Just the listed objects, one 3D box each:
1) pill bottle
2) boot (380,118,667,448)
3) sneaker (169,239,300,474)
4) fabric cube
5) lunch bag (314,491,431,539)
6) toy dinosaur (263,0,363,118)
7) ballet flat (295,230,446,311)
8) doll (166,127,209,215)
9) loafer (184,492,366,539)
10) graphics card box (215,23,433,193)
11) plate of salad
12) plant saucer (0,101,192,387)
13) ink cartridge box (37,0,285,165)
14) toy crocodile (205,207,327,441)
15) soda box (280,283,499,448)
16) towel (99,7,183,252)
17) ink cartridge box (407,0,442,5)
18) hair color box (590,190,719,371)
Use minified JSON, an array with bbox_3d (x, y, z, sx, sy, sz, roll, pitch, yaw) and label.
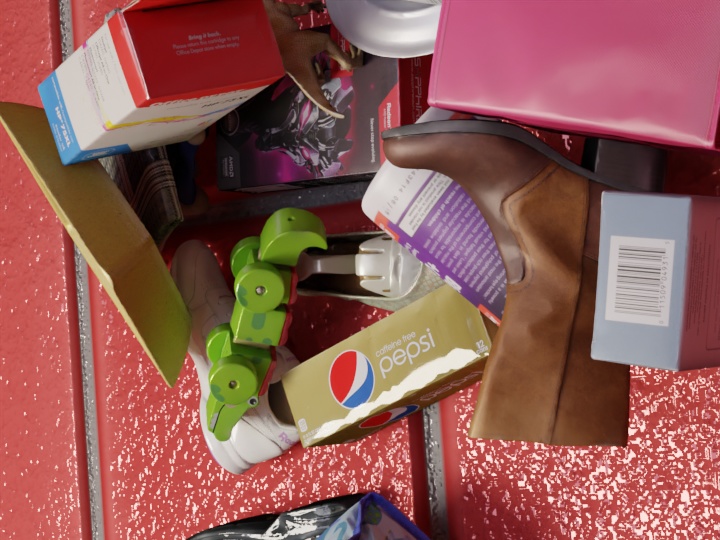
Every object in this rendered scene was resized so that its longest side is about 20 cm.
[{"bbox_3d":[0.108,-0.022,1.077,0.200,0.111,0.112,40,116,7],"label":"pill bottle"},{"bbox_3d":[0.093,0.008,0.999,0.187,0.068,0.201,9,94,-6],"label":"boot"},{"bbox_3d":[-0.098,0.064,1.308,0.099,0.075,0.201,-22,80,23],"label":"sneaker"},{"bbox_3d":[0.189,-0.177,0.982,0.199,0.200,0.197,12,96,36],"label":"fabric cube"},{"bbox_3d":[0.016,0.296,1.174,0.200,0.127,0.170,44,120,-2],"label":"lunch bag"},{"bbox_3d":[-0.050,-0.165,1.173,0.058,0.101,0.200,-45,61,26],"label":"toy dinosaur"},{"bbox_3d":[0.000,0.000,1.222,0.199,0.062,0.068,-3,88,39],"label":"ballet flat"},{"bbox_3d":[-0.146,-0.144,1.288,0.200,0.048,0.137,103,154,-47],"label":"doll"},{"bbox_3d":[-0.074,0.236,1.278,0.200,0.073,0.073,-18,83,39],"label":"loafer"},{"bbox_3d":[-0.031,-0.131,1.255,0.199,0.051,0.126,-3,88,40],"label":"graphics card box"},{"bbox_3d":[0.062,-0.242,1.167,0.199,0.048,0.201,-15,59,27],"label":"plate of salad"},{"bbox_3d":[-0.201,-0.028,1.241,0.048,0.200,0.200,-32,63,-9],"label":"plant saucer"},{"bbox_3d":[-0.137,-0.143,1.120,0.200,0.116,0.068,-23,84,56],"label":"ink cartridge box"},{"bbox_3d":[-0.080,0.043,1.219,0.068,0.061,0.201,-111,36,-65],"label":"toy crocodile"},{"bbox_3d":[0.036,0.070,1.189,0.200,0.068,0.064,-31,70,35],"label":"soda box"},{"bbox_3d":[-0.196,-0.101,1.349,0.200,0.034,0.193,136,118,-67],"label":"towel"},{"bbox_3d":[0.058,-0.290,1.136,0.198,0.043,0.201,15,77,38],"label":"ink cartridge box"},{"bbox_3d":[0.218,0.005,0.957,0.060,0.200,0.099,6,94,38],"label":"hair color box"}]
